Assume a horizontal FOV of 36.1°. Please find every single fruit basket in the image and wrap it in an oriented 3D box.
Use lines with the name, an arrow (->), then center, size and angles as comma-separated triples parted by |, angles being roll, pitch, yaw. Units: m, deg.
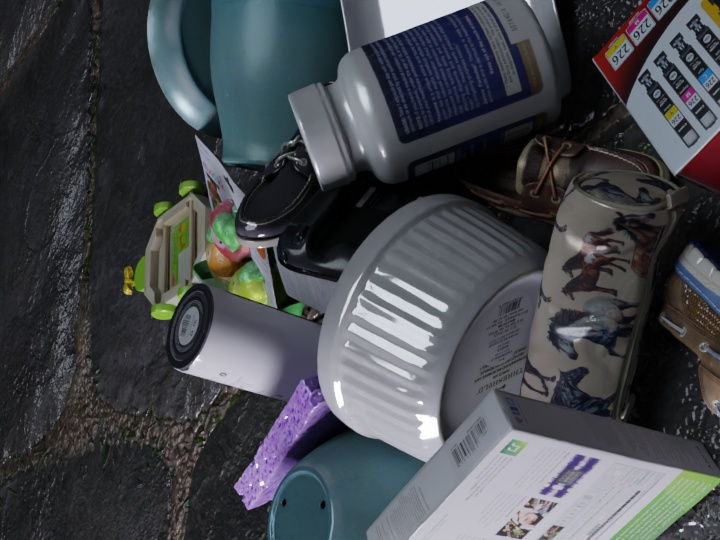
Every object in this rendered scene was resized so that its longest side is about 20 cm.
fruit basket -> -0.130, -0.017, 1.151 | 0.185, 0.093, 0.201 | 48, 158, 49

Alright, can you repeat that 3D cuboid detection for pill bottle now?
pill bottle -> 0.049, -0.136, 0.879 | 0.199, 0.111, 0.111 | -21, 51, -1

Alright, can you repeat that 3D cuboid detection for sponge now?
sponge -> -0.033, 0.140, 0.976 | 0.030, 0.111, 0.200 | 56, 141, 21

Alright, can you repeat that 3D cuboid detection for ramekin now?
ramekin -> 0.074, 0.053, 0.834 | 0.105, 0.200, 0.201 | 28, 101, 40

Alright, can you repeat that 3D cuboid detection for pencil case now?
pencil case -> 0.167, 0.027, 0.768 | 0.089, 0.078, 0.201 | 22, 115, 31

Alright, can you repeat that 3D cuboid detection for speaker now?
speaker -> -0.073, 0.079, 1.016 | 0.081, 0.199, 0.082 | -31, 49, 44

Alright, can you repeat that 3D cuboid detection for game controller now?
game controller -> 0.013, -0.051, 0.914 | 0.104, 0.200, 0.042 | 20, 130, 14

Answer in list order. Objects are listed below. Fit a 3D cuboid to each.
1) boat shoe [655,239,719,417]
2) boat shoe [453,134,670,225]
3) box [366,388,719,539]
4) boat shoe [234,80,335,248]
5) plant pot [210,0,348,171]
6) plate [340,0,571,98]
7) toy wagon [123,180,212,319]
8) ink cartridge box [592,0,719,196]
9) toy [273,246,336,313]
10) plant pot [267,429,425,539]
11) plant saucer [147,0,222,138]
boat shoe -> 0.255, 0.063, 0.696 | 0.073, 0.072, 0.200 | -63, 27, 24
boat shoe -> 0.150, -0.071, 0.873 | 0.200, 0.072, 0.073 | 18, 93, 54
box -> 0.123, 0.153, 0.725 | 0.145, 0.199, 0.036 | -52, 37, 28
boat shoe -> -0.057, -0.096, 0.962 | 0.072, 0.063, 0.200 | 9, 41, 23
plant pot -> -0.061, -0.190, 1.114 | 0.200, 0.199, 0.189 | 9, 93, 54
plate -> 0.079, -0.228, 0.976 | 0.198, 0.032, 0.201 | -11, 88, 26
toy wagon -> -0.242, -0.017, 1.415 | 0.200, 0.039, 0.156 | -29, 56, 46
ink cartridge box -> 0.277, -0.149, 0.720 | 0.200, 0.083, 0.176 | -51, 43, 29
toy -> 0.000, 0.000, 0.967 | 0.199, 0.047, 0.116 | 26, 143, 41
plant pot -> 0.002, 0.216, 0.921 | 0.200, 0.134, 0.202 | -23, 60, 48
plant saucer -> -0.141, -0.242, 1.179 | 0.027, 0.200, 0.202 | -2, 76, 40
